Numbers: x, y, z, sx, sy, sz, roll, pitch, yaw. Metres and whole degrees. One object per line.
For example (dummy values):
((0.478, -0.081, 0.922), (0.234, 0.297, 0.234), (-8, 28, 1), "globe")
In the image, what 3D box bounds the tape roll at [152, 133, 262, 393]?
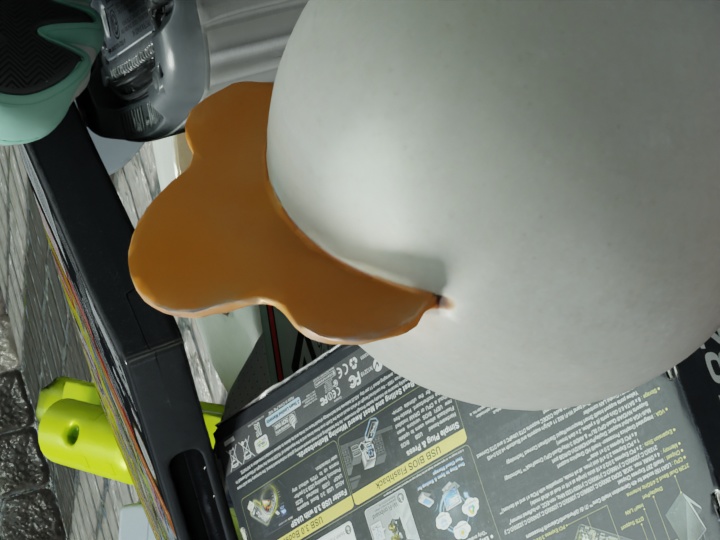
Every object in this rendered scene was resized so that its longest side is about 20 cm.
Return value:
((-0.044, -0.036, 0.999), (0.202, 0.070, 0.204), (166, 90, -75), "tape roll")

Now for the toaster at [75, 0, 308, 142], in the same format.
((-0.037, -0.117, 0.770), (0.200, 0.129, 0.114), (168, 88, -71), "toaster")

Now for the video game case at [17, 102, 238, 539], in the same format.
((-0.085, 0.039, 0.800), (0.200, 0.025, 0.181), (-122, 16, -49), "video game case")

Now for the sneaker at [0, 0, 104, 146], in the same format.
((-0.160, -0.070, 0.780), (0.140, 0.077, 0.200), (-62, 30, 29), "sneaker")

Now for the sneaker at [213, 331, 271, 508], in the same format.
((0.000, -0.001, 0.828), (0.115, 0.080, 0.200), (-105, 33, -45), "sneaker")

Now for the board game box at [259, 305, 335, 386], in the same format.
((0.032, 0.056, 0.729), (0.134, 0.029, 0.201), (6, 115, 33), "board game box")

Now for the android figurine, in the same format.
((-0.059, 0.086, 0.990), (0.199, 0.182, 0.041), (11, 88, 41), "android figurine")

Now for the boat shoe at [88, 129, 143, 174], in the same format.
((-0.085, -0.138, 0.907), (0.202, 0.074, 0.086), (-54, 39, 20), "boat shoe")

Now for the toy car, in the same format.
((0.047, -0.039, 0.400), (0.177, 0.199, 0.185), (-122, 23, -50), "toy car")

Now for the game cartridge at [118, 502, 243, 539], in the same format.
((-0.059, 0.177, 0.940), (0.200, 0.040, 0.134), (17, 102, 56), "game cartridge")

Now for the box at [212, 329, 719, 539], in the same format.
((0.045, 0.084, 0.642), (0.200, 0.049, 0.162), (-36, 64, 41), "box")
